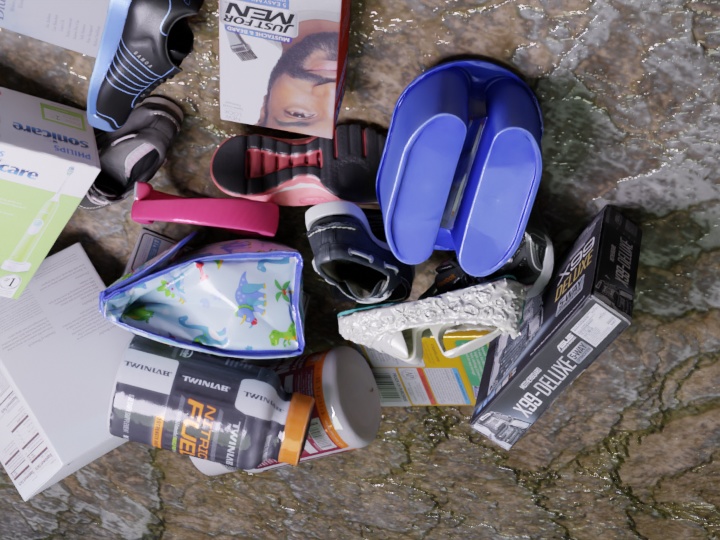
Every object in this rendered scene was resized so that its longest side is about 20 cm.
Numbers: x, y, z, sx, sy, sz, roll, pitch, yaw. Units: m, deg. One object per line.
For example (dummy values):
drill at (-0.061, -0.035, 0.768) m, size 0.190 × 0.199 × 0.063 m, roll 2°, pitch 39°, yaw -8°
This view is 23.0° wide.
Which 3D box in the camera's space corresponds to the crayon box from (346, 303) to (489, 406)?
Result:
crayon box at (0.099, 0.091, 1.902) m, size 0.198 × 0.052 × 0.126 m, roll -1°, pitch 140°, yaw 20°

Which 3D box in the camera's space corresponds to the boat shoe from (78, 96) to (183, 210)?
boat shoe at (-0.245, -0.103, 1.760) m, size 0.067 × 0.057 × 0.200 m, roll 31°, pitch 139°, yaw -21°

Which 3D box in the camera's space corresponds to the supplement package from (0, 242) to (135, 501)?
supplement package at (-0.332, 0.110, 1.896) m, size 0.201 × 0.151 × 0.151 m, roll 58°, pitch 146°, yaw 5°

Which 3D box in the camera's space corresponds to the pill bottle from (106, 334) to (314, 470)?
pill bottle at (-0.148, 0.139, 1.791) m, size 0.198 × 0.107 × 0.107 m, roll 14°, pitch 143°, yaw 2°

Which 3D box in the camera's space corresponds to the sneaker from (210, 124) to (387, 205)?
sneaker at (-0.042, -0.098, 1.712) m, size 0.198 × 0.074 × 0.087 m, roll 3°, pitch 172°, yaw 3°

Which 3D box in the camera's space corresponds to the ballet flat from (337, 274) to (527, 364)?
ballet flat at (0.066, 0.054, 1.700) m, size 0.198 × 0.072 × 0.072 m, roll -13°, pitch 135°, yaw 24°

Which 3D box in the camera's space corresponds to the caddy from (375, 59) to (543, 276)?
caddy at (0.091, -0.093, 1.617) m, size 0.140 × 0.105 × 0.201 m, roll 10°, pitch 123°, yaw -8°

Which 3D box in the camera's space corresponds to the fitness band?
fitness band at (-0.150, -0.055, 1.721) m, size 0.142 × 0.038 × 0.200 m, roll 9°, pitch 179°, yaw -4°

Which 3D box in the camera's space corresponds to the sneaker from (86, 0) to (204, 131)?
sneaker at (-0.195, -0.189, 1.597) m, size 0.077 × 0.070 × 0.201 m, roll 22°, pitch 142°, yaw -1°

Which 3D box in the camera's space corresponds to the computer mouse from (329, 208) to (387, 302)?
computer mouse at (0.041, -0.028, 1.774) m, size 0.139 × 0.046 × 0.200 m, roll -4°, pitch 156°, yaw -8°

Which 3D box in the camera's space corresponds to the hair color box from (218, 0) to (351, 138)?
hair color box at (-0.067, -0.212, 1.561) m, size 0.110 × 0.064 × 0.201 m, roll 10°, pitch 144°, yaw 4°

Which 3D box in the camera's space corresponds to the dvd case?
dvd case at (-0.260, -0.253, 1.607) m, size 0.198 × 0.018 × 0.143 m, roll 18°, pitch 143°, yaw -4°

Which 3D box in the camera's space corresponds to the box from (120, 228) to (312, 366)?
box at (-0.165, 0.042, 1.918) m, size 0.199 × 0.060 × 0.117 m, roll 22°, pitch 143°, yaw -10°

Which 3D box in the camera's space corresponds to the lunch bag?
lunch bag at (-0.157, 0.025, 1.768) m, size 0.198 × 0.129 × 0.170 m, roll -3°, pitch -178°, yaw -4°

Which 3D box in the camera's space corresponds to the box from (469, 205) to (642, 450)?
box at (0.189, 0.055, 1.700) m, size 0.050 × 0.158 × 0.200 m, roll 32°, pitch 125°, yaw -9°

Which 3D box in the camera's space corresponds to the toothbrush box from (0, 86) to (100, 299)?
toothbrush box at (-0.366, -0.078, 1.741) m, size 0.145 × 0.087 × 0.200 m, roll 13°, pitch 133°, yaw -31°

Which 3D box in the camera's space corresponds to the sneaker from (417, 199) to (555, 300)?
sneaker at (0.119, 0.006, 1.739) m, size 0.086 × 0.081 × 0.200 m, roll -7°, pitch 150°, yaw -27°

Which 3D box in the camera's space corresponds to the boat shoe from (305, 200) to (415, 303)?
boat shoe at (0.000, 0.000, 1.694) m, size 0.075 × 0.061 × 0.200 m, roll -16°, pitch 153°, yaw 22°

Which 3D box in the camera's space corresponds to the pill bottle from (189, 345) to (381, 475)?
pill bottle at (-0.086, 0.155, 1.898) m, size 0.199 × 0.110 × 0.110 m, roll -16°, pitch 134°, yaw 26°
